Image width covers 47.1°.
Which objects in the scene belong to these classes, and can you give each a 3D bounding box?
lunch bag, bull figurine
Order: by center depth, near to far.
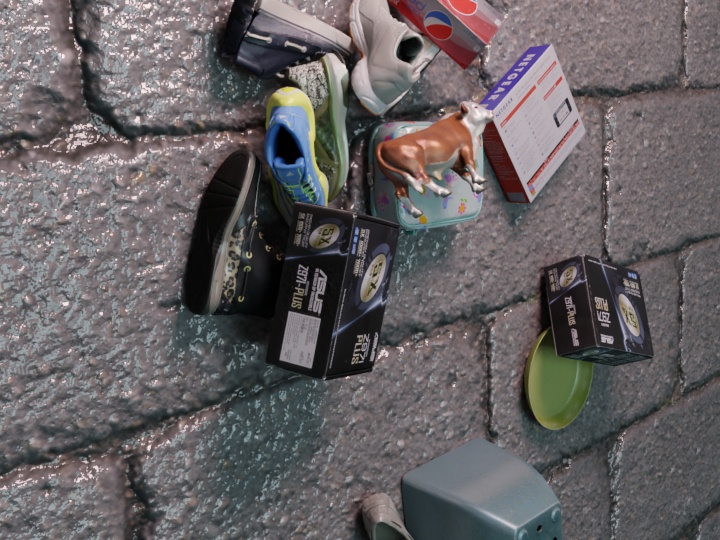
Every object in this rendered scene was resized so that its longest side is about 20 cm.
[{"bbox_3d":[0.112,-0.156,1.123,0.198,0.065,0.122,-24,77,-26],"label":"bull figurine"},{"bbox_3d":[0.095,-0.137,1.217,0.198,0.077,0.163,-9,103,-40],"label":"lunch bag"}]

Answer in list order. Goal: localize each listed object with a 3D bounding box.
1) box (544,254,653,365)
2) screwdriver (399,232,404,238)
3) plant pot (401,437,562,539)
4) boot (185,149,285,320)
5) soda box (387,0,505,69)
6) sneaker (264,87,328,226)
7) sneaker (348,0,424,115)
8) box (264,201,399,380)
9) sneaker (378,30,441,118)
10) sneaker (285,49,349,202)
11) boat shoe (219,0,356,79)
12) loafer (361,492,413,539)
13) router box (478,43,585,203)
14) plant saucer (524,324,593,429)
[{"bbox_3d":[0.430,0.076,1.487,0.198,0.086,0.166,14,65,-41],"label":"box"},{"bbox_3d":[0.000,0.000,1.178,0.200,0.028,0.029,-45,150,-24],"label":"screwdriver"},{"bbox_3d":[0.206,0.407,1.298,0.194,0.199,0.200,-15,104,-38],"label":"plant pot"},{"bbox_3d":[-0.128,-0.034,1.039,0.153,0.073,0.207,16,89,-44],"label":"boot"},{"bbox_3d":[0.099,-0.377,1.140,0.199,0.063,0.070,40,58,-5],"label":"soda box"},{"bbox_3d":[-0.087,-0.116,1.022,0.106,0.074,0.202,-79,162,-57],"label":"sneaker"},{"bbox_3d":[0.040,-0.293,1.059,0.075,0.091,0.203,34,43,-45],"label":"sneaker"},{"bbox_3d":[-0.031,0.027,1.044,0.163,0.085,0.203,8,93,-68],"label":"box"},{"bbox_3d":[0.060,-0.305,1.169,0.080,0.074,0.201,40,54,-6],"label":"sneaker"},{"bbox_3d":[-0.063,-0.184,1.076,0.087,0.077,0.203,-7,119,-13],"label":"sneaker"},{"bbox_3d":[-0.093,-0.284,1.050,0.198,0.075,0.094,10,112,-47],"label":"boat shoe"},{"bbox_3d":[0.054,0.428,1.244,0.069,0.070,0.202,-26,112,3],"label":"loafer"},{"bbox_3d":[0.286,-0.247,1.389,0.200,0.048,0.181,-48,123,-27],"label":"router box"},{"bbox_3d":[0.360,0.189,1.519,0.198,0.031,0.203,-6,100,-40],"label":"plant saucer"}]
